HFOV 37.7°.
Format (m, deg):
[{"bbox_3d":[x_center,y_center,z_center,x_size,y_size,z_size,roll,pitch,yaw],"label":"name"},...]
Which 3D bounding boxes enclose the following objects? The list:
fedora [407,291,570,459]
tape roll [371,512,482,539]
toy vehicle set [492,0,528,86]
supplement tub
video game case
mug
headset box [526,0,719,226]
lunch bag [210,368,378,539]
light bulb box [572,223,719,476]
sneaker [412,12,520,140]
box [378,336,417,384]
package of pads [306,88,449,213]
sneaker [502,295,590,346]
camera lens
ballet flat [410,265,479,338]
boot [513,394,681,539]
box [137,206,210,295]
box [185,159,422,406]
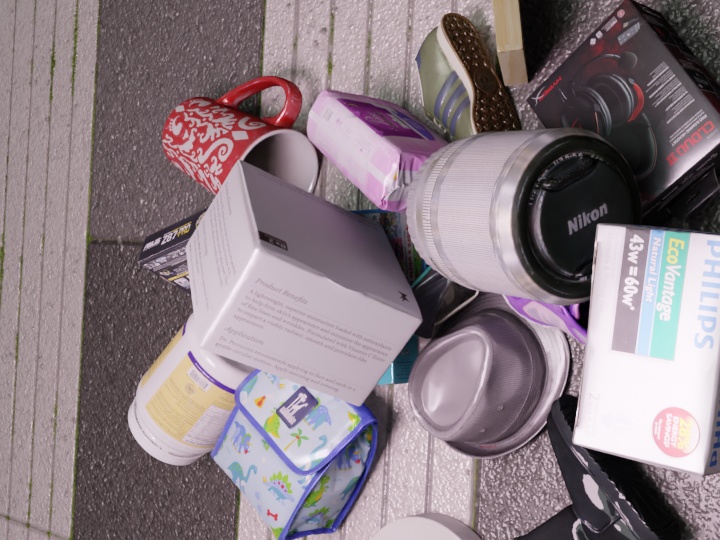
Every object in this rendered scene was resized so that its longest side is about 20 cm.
[{"bbox_3d":[0.123,0.115,1.157,0.200,0.090,0.177,-51,58,27],"label":"fedora"},{"bbox_3d":[0.081,0.385,1.220,0.203,0.037,0.203,-3,85,41],"label":"tape roll"},{"bbox_3d":[0.154,-0.312,1.129,0.026,0.124,0.200,-6,83,11],"label":"toy vehicle set"},{"bbox_3d":[-0.211,0.155,1.417,0.200,0.145,0.145,-49,59,29],"label":"supplement tub"},{"bbox_3d":[0.000,0.000,1.253,0.200,0.018,0.143,-1,87,39],"label":"video game case"},{"bbox_3d":[-0.154,-0.169,1.414,0.178,0.133,0.200,-47,46,-13],"label":"mug"},{"bbox_3d":[0.281,-0.141,1.039,0.149,0.075,0.200,-45,61,31],"label":"headset box"},{"bbox_3d":[-0.074,0.207,1.304,0.170,0.127,0.200,44,116,33],"label":"lunch bag"},{"bbox_3d":[0.298,0.064,0.932,0.125,0.200,0.198,8,93,41],"label":"light bulb box"},{"bbox_3d":[0.117,-0.185,1.203,0.090,0.067,0.200,-34,71,53],"label":"sneaker"},{"bbox_3d":[0.022,0.037,1.278,0.082,0.049,0.200,-5,85,41],"label":"box"},{"bbox_3d":[0.033,-0.134,1.202,0.200,0.120,0.076,47,123,48],"label":"package of pads"},{"bbox_3d":[0.217,0.031,1.070,0.200,0.088,0.081,34,90,36],"label":"sneaker"},{"bbox_3d":[0.154,-0.054,1.009,0.200,0.160,0.160,11,96,62],"label":"camera lens"},{"bbox_3d":[0.112,-0.007,1.151,0.073,0.073,0.200,40,95,35],"label":"ballet flat"},{"bbox_3d":[0.218,0.251,1.085,0.162,0.073,0.198,-51,58,31],"label":"boot"},{"bbox_3d":[-0.166,-0.016,1.373,0.200,0.161,0.049,-21,46,40],"label":"box"},{"bbox_3d":[-0.067,0.012,1.127,0.131,0.199,0.200,-55,27,21],"label":"box"}]
